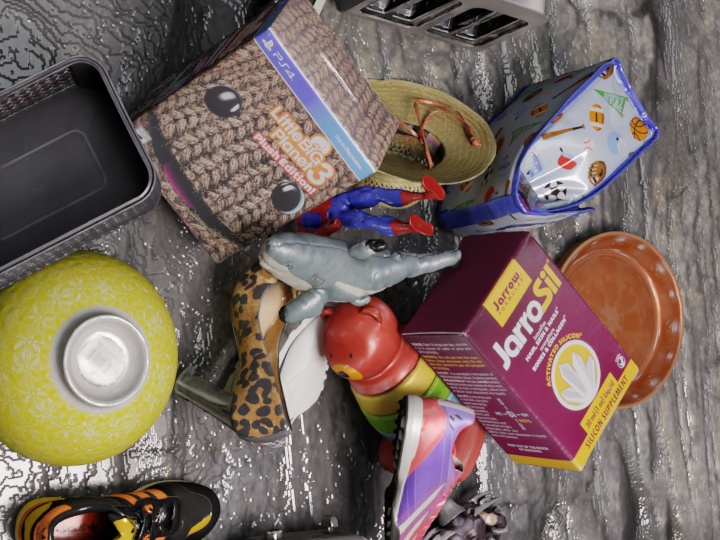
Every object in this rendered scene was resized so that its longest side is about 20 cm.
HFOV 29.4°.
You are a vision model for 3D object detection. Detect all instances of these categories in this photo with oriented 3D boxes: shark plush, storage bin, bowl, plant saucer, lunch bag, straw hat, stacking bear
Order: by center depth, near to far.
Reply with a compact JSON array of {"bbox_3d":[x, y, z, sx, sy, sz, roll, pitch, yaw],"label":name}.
[{"bbox_3d":[-0.283,-0.079,1.179,0.198,0.094,0.137,-28,89,-6],"label":"storage bin"},{"bbox_3d":[-0.244,0.079,1.232,0.198,0.107,0.204,1,87,-29],"label":"bowl"},{"bbox_3d":[0.000,0.000,1.263,0.197,0.084,0.092,11,58,-14],"label":"shark plush"},{"bbox_3d":[0.034,0.105,1.353,0.200,0.120,0.114,51,60,-36],"label":"stacking bear"},{"bbox_3d":[0.039,-0.111,1.403,0.199,0.202,0.086,-5,132,-29],"label":"straw hat"},{"bbox_3d":[0.188,-0.111,1.447,0.200,0.169,0.125,-41,102,-25],"label":"lunch bag"},{"bbox_3d":[0.288,0.057,1.575,0.198,0.032,0.204,0,89,-30],"label":"plant saucer"}]

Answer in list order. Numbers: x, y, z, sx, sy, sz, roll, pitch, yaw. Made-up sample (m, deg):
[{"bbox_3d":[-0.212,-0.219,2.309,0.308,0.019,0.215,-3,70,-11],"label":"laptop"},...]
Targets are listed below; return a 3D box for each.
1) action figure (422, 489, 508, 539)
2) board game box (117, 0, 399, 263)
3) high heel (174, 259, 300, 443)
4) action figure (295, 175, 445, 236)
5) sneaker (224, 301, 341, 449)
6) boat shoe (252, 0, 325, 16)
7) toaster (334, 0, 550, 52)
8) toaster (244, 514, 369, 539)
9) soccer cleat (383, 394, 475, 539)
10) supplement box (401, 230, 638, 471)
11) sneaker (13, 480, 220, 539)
[{"bbox_3d":[0.122,0.321,1.457,0.129,0.069,0.202,-30,99,-19],"label":"action figure"},{"bbox_3d":[-0.094,-0.130,1.261,0.160,0.199,0.097,51,31,-17],"label":"board game box"},{"bbox_3d":[-0.068,0.065,1.274,0.201,0.142,0.072,-54,138,-15],"label":"high heel"},{"bbox_3d":[-0.012,-0.061,1.317,0.051,0.198,0.066,30,68,-41],"label":"action figure"},{"bbox_3d":[-0.061,0.078,1.364,0.080,0.076,0.201,41,74,-35],"label":"sneaker"},{"bbox_3d":[-0.056,-0.328,1.369,0.066,0.074,0.202,27,85,-38],"label":"boat shoe"},{"bbox_3d":[0.092,-0.311,1.382,0.179,0.199,0.121,10,79,-29],"label":"toaster"},{"bbox_3d":[-0.044,0.345,1.334,0.128,0.113,0.203,-7,90,-31],"label":"toaster"},{"bbox_3d":[0.062,0.210,1.316,0.072,0.068,0.203,5,119,-4],"label":"soccer cleat"},{"bbox_3d":[0.156,0.078,1.321,0.200,0.103,0.132,47,64,-24],"label":"supplement box"},{"bbox_3d":[-0.210,0.236,1.255,0.198,0.090,0.071,-1,89,-29],"label":"sneaker"}]
